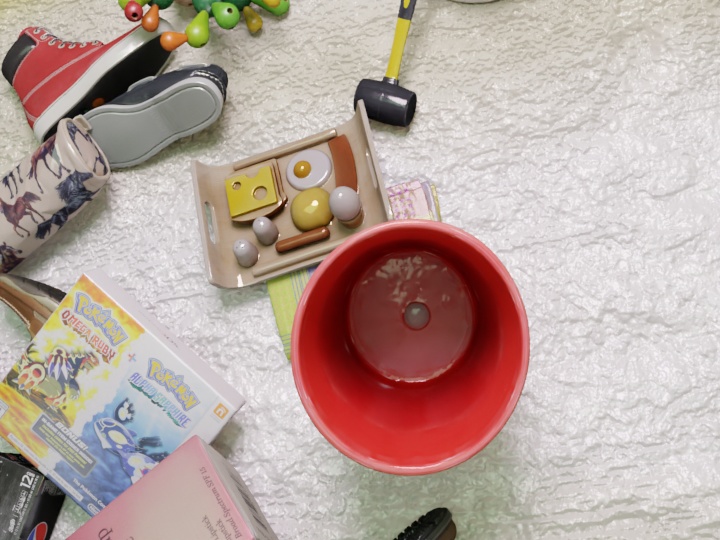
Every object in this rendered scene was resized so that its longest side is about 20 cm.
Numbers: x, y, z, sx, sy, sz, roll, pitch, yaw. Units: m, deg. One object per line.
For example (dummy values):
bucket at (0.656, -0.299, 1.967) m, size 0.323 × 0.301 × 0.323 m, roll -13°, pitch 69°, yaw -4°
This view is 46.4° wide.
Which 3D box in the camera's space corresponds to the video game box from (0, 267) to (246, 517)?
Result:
video game box at (-0.242, 0.133, 0.819) m, size 0.199 × 0.047 × 0.183 m, roll 40°, pitch 95°, yaw -1°

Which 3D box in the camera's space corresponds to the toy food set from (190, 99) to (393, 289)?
toy food set at (-0.073, -0.080, 0.856) m, size 0.196 × 0.061 × 0.146 m, roll -17°, pitch 67°, yaw 6°

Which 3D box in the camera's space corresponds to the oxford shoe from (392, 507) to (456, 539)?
oxford shoe at (0.036, 0.311, 0.766) m, size 0.084 × 0.073 × 0.202 m, roll 34°, pitch 86°, yaw -1°

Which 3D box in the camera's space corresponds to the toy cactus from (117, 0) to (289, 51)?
toy cactus at (-0.180, -0.310, 0.918) m, size 0.197 × 0.104 × 0.165 m, roll -20°, pitch 41°, yaw -25°

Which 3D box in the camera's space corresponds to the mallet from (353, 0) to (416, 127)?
mallet at (0.035, -0.256, 0.877) m, size 0.064 × 0.041 × 0.205 m, roll 10°, pitch 100°, yaw 17°

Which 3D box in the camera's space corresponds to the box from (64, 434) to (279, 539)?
box at (-0.179, 0.273, 0.757) m, size 0.199 × 0.110 × 0.128 m, roll -38°, pitch 53°, yaw -8°

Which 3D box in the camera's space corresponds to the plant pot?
plant pot at (0.045, 0.053, 0.742) m, size 0.195 × 0.177 × 0.206 m, roll 0°, pitch 96°, yaw 5°

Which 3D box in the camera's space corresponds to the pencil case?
pencil case at (-0.355, -0.075, 0.900) m, size 0.199 × 0.078 × 0.090 m, roll -39°, pitch 63°, yaw 10°

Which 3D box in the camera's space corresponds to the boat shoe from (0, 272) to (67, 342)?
boat shoe at (-0.309, 0.071, 0.876) m, size 0.197 × 0.076 × 0.075 m, roll 28°, pitch 88°, yaw 15°

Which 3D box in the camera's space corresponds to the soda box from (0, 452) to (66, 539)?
soda box at (-0.364, 0.290, 0.838) m, size 0.069 × 0.063 × 0.204 m, roll 17°, pitch 80°, yaw 14°

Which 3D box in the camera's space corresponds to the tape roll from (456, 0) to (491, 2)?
tape roll at (0.127, -0.398, 0.909) m, size 0.197 × 0.071 × 0.208 m, roll -2°, pitch 77°, yaw 9°

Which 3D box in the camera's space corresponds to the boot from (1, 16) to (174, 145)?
boot at (-0.315, -0.253, 0.957) m, size 0.198 × 0.072 × 0.146 m, roll -36°, pitch 72°, yaw 4°

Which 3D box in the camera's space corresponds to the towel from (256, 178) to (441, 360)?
towel at (0.000, 0.000, 0.863) m, size 0.196 × 0.023 × 0.147 m, roll -18°, pitch 75°, yaw 6°

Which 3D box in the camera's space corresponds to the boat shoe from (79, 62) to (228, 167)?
boat shoe at (-0.231, -0.171, 0.927) m, size 0.195 × 0.077 × 0.061 m, roll -12°, pitch 36°, yaw 17°
